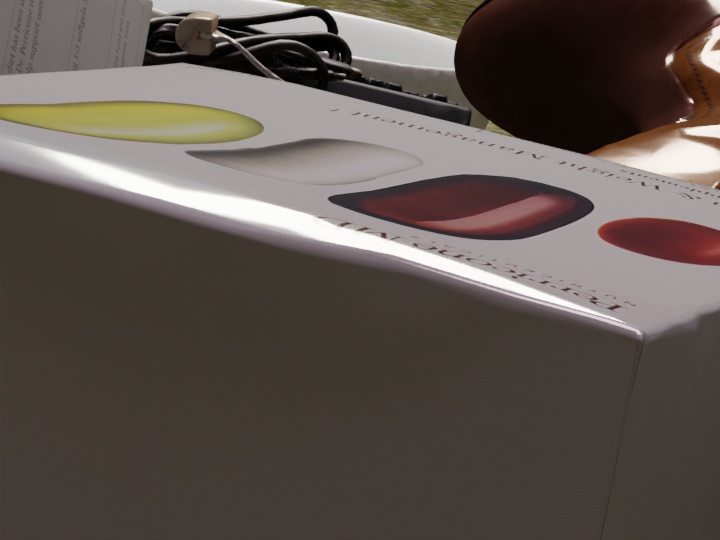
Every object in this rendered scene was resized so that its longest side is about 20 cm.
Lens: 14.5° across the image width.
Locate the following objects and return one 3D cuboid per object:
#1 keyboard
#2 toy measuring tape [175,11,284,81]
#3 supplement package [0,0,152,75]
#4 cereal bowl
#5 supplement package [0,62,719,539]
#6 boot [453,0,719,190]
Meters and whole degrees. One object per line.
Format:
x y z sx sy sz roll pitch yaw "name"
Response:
-0.045 -0.087 1.119 0.199 0.040 0.104 11 1 -24 "keyboard"
0.000 0.000 0.960 0.200 0.074 0.074 40 10 -4 "toy measuring tape"
-0.170 -0.076 0.887 0.117 0.118 0.200 -5 -27 27 "supplement package"
-0.033 -0.082 1.408 0.199 0.084 0.200 10 12 -2 "cereal bowl"
-0.014 0.047 0.596 0.190 0.148 0.200 15 11 19 "supplement package"
0.078 -0.027 0.790 0.187 0.069 0.200 20 26 21 "boot"
